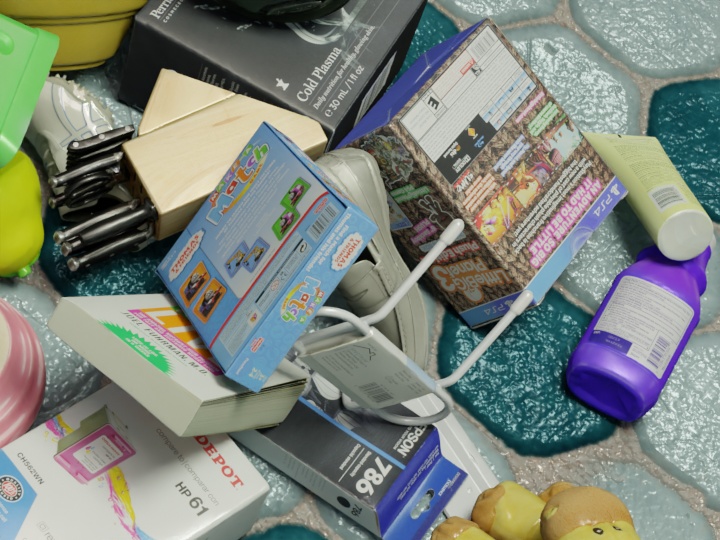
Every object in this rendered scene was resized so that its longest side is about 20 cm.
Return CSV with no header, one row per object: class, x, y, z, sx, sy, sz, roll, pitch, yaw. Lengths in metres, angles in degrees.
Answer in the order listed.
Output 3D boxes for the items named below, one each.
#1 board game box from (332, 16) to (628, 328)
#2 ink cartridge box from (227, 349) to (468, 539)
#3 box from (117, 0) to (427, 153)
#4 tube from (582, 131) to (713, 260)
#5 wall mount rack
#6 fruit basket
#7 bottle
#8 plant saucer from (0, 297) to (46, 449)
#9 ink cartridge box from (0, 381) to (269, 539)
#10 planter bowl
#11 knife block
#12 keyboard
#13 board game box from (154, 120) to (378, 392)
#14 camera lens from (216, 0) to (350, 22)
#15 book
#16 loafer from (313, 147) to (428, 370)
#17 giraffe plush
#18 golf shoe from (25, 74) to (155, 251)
board game box,0.102,-0.082,1.721,0.200,0.097,0.159,50,56,-12
ink cartridge box,-0.014,0.135,1.627,0.200,0.039,0.099,33,57,7
box,-0.075,-0.200,1.772,0.196,0.124,0.200,29,56,5
tube,0.260,-0.077,1.804,0.058,0.052,0.200,45,13,-30
wall mount rack,0.030,0.043,1.550,0.174,0.200,0.075,-18,54,25
fruit basket,-0.318,-0.098,1.620,0.215,0.216,0.156,18,57,-5
bottle,0.251,0.036,1.752,0.083,0.065,0.200,28,55,7
plant saucer,-0.342,0.072,1.540,0.200,0.051,0.201,3,48,-3
ink cartridge box,-0.191,0.176,1.526,0.200,0.085,0.145,-31,71,-31
planter bowl,-0.264,-0.218,1.725,0.200,0.084,0.200,0,16,0
knife block,-0.146,-0.064,1.630,0.200,0.064,0.176,19,70,-3
keyboard,0.058,0.137,1.670,0.056,0.011,0.200,-26,69,-23
board game box,-0.076,-0.015,1.522,0.037,0.151,0.200,32,8,-30
camera lens,-0.060,-0.319,1.679,0.160,0.160,0.200,13,56,-8
book,-0.136,0.067,1.518,0.134,0.048,0.200,37,12,16
loafer,0.000,0.000,1.655,0.070,0.070,0.200,-22,94,-42
giraffe plush,0.162,0.232,1.540,0.172,0.162,0.200,-30,73,-25
golf shoe,-0.238,-0.093,1.688,0.200,0.078,0.097,31,62,5
